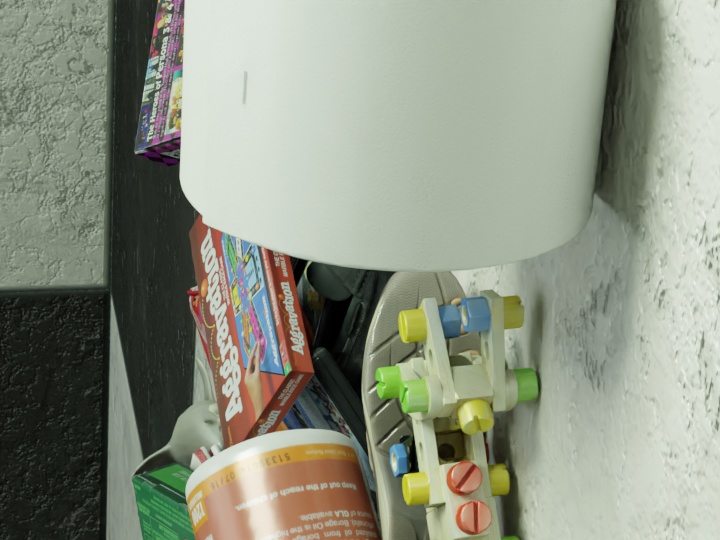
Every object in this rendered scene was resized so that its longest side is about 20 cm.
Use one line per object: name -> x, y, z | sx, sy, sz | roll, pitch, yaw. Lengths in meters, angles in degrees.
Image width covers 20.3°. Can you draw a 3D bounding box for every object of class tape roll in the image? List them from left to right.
tape roll -> 0.017, -0.102, 0.938 | 0.203, 0.202, 0.139 | -116, 28, -63

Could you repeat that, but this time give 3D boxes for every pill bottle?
pill bottle -> -0.031, 0.205, 1.203 | 0.112, 0.112, 0.200 | 111, 147, -60

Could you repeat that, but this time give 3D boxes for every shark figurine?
shark figurine -> -0.124, 0.159, 1.517 | 0.215, 0.089, 0.128 | 77, 166, -47

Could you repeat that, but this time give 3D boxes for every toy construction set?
toy construction set -> 0.052, 0.118, 1.089 | 0.131, 0.092, 0.201 | 130, 147, -72

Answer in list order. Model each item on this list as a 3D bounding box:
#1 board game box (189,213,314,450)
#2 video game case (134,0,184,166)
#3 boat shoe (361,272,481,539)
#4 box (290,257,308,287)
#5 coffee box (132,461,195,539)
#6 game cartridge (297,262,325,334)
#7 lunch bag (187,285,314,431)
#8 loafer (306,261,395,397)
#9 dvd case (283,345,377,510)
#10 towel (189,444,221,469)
board game box -> -0.075, 0.018, 1.318 | 0.103, 0.019, 0.200 | -58, 34, 41
video game case -> -0.066, -0.177, 1.277 | 0.181, 0.036, 0.201 | -11, 66, 46
boat shoe -> 0.031, 0.095, 1.197 | 0.073, 0.074, 0.201 | -164, 74, -77
box -> -0.030, -0.075, 1.360 | 0.110, 0.035, 0.200 | -84, 17, -60
coffee box -> -0.100, 0.240, 1.369 | 0.123, 0.044, 0.201 | 14, 116, 61
game cartridge -> -0.020, -0.012, 1.510 | 0.200, 0.041, 0.133 | 176, 89, -78
lunch bag -> -0.070, 0.094, 1.539 | 0.176, 0.082, 0.200 | 176, 74, -79
loafer -> 0.000, 0.000, 1.330 | 0.068, 0.070, 0.201 | -108, 20, -55
dvd case -> -0.018, 0.109, 1.348 | 0.143, 0.018, 0.200 | 57, 166, -9
towel -> -0.094, 0.233, 1.430 | 0.144, 0.023, 0.200 | 58, 152, 31
